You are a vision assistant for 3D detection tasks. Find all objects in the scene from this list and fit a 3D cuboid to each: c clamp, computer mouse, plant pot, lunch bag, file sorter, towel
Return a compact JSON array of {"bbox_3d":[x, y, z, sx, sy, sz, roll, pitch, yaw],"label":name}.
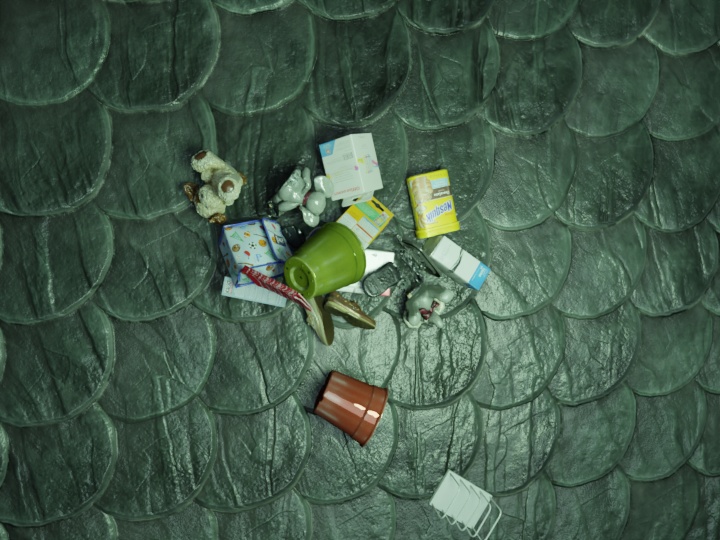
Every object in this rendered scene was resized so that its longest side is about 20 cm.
[{"bbox_3d":[0.184,-0.052,1.759,0.027,0.170,0.200,-49,115,-12],"label":"c clamp"},{"bbox_3d":[0.104,0.040,1.704,0.199,0.046,0.141,-38,92,-16],"label":"computer mouse"},{"bbox_3d":[-0.232,-0.135,1.646,0.058,0.034,0.200,-19,131,26],"label":"computer mouse"},{"bbox_3d":[-0.117,-0.013,1.563,0.192,0.199,0.203,-33,102,-44],"label":"plant pot"},{"bbox_3d":[-0.308,-0.062,1.635,0.197,0.124,0.172,-11,65,-32],"label":"lunch bag"},{"bbox_3d":[-0.039,0.431,1.732,0.193,0.201,0.203,27,90,-3],"label":"plant pot"},{"bbox_3d":[0.368,0.825,1.866,0.198,0.124,0.140,33,89,-12],"label":"file sorter"},{"bbox_3d":[-0.236,0.054,1.527,0.198,0.145,0.023,25,76,20],"label":"towel"}]

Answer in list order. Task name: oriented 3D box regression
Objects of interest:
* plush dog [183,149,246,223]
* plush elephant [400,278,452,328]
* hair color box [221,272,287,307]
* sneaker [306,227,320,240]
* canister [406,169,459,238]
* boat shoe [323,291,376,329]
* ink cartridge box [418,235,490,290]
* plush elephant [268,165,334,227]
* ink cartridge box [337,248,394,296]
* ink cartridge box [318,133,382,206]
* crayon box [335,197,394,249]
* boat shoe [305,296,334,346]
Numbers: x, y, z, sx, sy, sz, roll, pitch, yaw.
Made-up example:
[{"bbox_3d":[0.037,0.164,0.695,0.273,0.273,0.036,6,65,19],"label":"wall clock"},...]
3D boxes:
[{"bbox_3d":[-0.441,-0.239,1.635,0.200,0.160,0.172,45,101,17],"label":"plush dog"},{"bbox_3d":[0.218,0.125,1.763,0.164,0.200,0.155,-40,123,-3],"label":"plush elephant"},{"bbox_3d":[-0.330,0.061,1.682,0.197,0.099,0.062,13,94,-11],"label":"hair color box"},{"bbox_3d":[-0.159,-0.042,1.714,0.080,0.083,0.202,29,88,-12],"label":"sneaker"},{"bbox_3d":[0.237,-0.220,1.773,0.146,0.087,0.204,-14,96,-9],"label":"canister"},{"bbox_3d":[-0.026,0.131,1.758,0.198,0.072,0.068,30,61,-22],"label":"boat shoe"},{"bbox_3d":[0.307,-0.028,1.770,0.199,0.145,0.085,34,87,-12],"label":"ink cartridge box"},{"bbox_3d":[-0.170,-0.226,1.647,0.154,0.200,0.166,38,80,-14],"label":"plush elephant"},{"bbox_3d":[0.000,0.000,1.747,0.196,0.083,0.149,6,95,-11],"label":"ink cartridge box"},{"bbox_3d":[-0.025,-0.311,1.672,0.127,0.125,0.204,-7,100,34],"label":"ink cartridge box"},{"bbox_3d":[0.004,-0.147,1.710,0.125,0.052,0.200,41,57,1],"label":"crayon box"},{"bbox_3d":[-0.142,0.153,1.748,0.064,0.072,0.203,-12,104,27],"label":"boat shoe"}]
